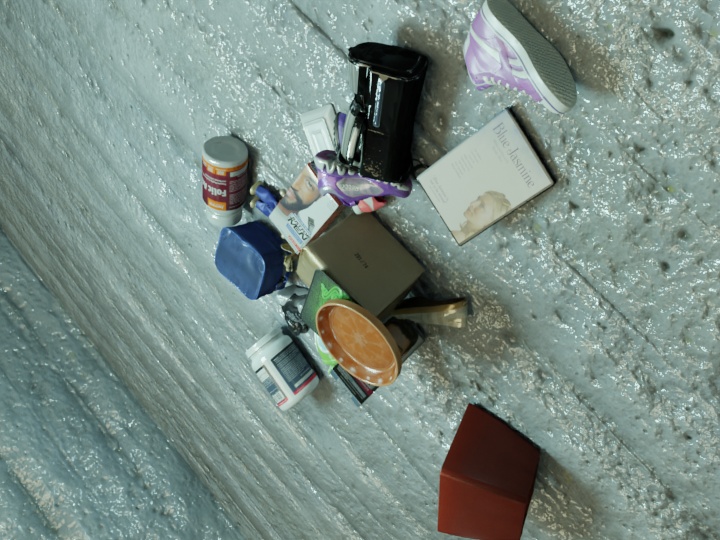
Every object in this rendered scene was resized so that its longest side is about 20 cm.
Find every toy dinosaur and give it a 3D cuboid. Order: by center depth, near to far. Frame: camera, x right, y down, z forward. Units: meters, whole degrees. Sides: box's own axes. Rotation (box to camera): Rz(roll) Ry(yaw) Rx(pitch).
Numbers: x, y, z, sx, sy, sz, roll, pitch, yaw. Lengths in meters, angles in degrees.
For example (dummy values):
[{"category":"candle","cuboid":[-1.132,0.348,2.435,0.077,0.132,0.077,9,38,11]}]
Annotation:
[{"category":"toy dinosaur","cuboid":[-0.140,-0.054,1.410,0.097,0.201,0.060,10,110,-7]}]

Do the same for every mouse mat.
[{"category":"mouse mat","cuboid":[-0.049,0.099,1.188,0.160,0.008,0.202,40,144,11]}]

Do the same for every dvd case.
[{"category":"dvd case","cuboid":[0.205,-0.151,0.988,0.198,0.017,0.145,-34,91,32]}]

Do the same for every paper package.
[{"category":"paper package","cuboid":[0.000,0.000,1.216,0.200,0.189,0.104,45,146,10]}]

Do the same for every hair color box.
[{"category":"hair color box","cuboid":[-0.111,-0.138,1.289,0.112,0.064,0.200,50,135,4]},{"category":"hair color box","cuboid":[0.036,0.189,1.301,0.099,0.199,0.061,47,163,7]}]

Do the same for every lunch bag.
[{"category":"lunch bag","cuboid":[-0.261,-0.028,1.519,0.199,0.131,0.138,39,123,20]}]

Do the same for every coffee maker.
[{"category":"coffee maker","cuboid":[0.059,-0.273,1.035,0.185,0.137,0.204,5,133,-6]}]

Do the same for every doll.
[{"category":"doll","cuboid":[-0.186,-0.140,1.425,0.198,0.048,0.139,35,138,24]}]

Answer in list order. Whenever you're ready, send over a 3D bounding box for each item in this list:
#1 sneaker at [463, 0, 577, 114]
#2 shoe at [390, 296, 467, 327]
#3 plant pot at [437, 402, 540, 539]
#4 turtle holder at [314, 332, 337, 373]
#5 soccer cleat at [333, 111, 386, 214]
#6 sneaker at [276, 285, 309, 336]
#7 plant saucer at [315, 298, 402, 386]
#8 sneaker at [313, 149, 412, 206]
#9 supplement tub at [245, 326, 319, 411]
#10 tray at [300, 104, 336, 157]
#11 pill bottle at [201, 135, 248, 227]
[{"category":"sneaker","cuboid":[0.229,-0.291,0.879,0.204,0.071,0.115,57,146,14]},{"category":"shoe","cuboid":[0.139,0.091,1.231,0.196,0.069,0.055,-5,106,45]},{"category":"plant pot","cuboid":[0.277,0.445,1.257,0.171,0.201,0.205,13,127,22]},{"category":"turtle holder","cuboid":[-0.031,0.146,1.392,0.183,0.140,0.135,-16,104,51]},{"category":"soccer cleat","cuboid":[-0.001,-0.216,1.180,0.071,0.068,0.206,-7,109,22]},{"category":"sneaker","cuboid":[-0.138,0.115,1.537,0.197,0.075,0.117,18,130,45]},{"category":"plant saucer","cuboid":[-0.002,0.136,1.140,0.196,0.032,0.204,27,140,25]},{"category":"sneaker","cuboid":[0.001,-0.163,1.130,0.193,0.081,0.091,14,116,5]},{"category":"supplement tub","cuboid":[-0.221,0.278,1.681,0.202,0.139,0.140,54,141,1]},{"category":"tray","cuboid":[-0.067,-0.239,1.253,0.105,0.022,0.206,-2,115,45]},{"category":"pill bottle","cuboid":[-0.339,-0.218,1.477,0.113,0.113,0.204,35,137,22]}]
